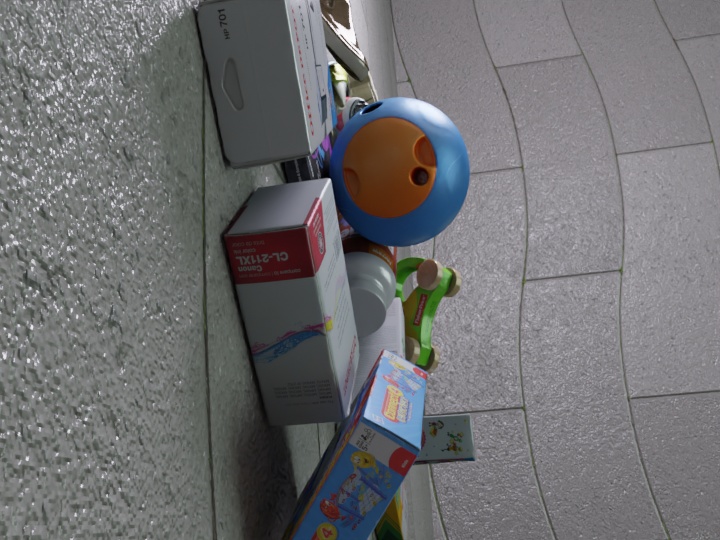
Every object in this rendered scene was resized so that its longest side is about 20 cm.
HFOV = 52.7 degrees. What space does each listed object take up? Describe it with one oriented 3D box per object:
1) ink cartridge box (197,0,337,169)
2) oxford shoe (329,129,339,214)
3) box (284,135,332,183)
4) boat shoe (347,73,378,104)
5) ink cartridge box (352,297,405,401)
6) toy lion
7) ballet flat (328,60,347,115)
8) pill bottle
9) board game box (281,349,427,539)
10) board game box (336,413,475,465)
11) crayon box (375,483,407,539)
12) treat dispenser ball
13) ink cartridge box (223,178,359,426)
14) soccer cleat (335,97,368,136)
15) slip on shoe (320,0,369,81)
[{"bbox_3d":[-0.084,-0.198,0.731,0.201,0.084,0.150,-78,161,-70],"label":"ink cartridge box"},{"bbox_3d":[-0.024,-0.163,1.163,0.202,0.073,0.072,72,17,-52],"label":"oxford shoe"},{"bbox_3d":[-0.065,-0.140,0.994,0.202,0.035,0.145,-84,165,-54],"label":"box"},{"bbox_3d":[0.008,-0.355,1.549,0.068,0.073,0.204,50,33,-66],"label":"boat shoe"},{"bbox_3d":[0.012,0.137,1.073,0.051,0.106,0.203,74,13,-48],"label":"ink cartridge box"},{"bbox_3d":[0.060,0.075,1.205,0.068,0.190,0.204,19,87,-39],"label":"toy lion"},{"bbox_3d":[-0.054,-0.226,0.933,0.067,0.067,0.200,48,23,2],"label":"ballet flat"},{"bbox_3d":[0.000,0.000,1.082,0.202,0.110,0.114,-86,167,-54],"label":"pill bottle"},{"bbox_3d":[-0.010,0.197,0.689,0.202,0.055,0.196,-61,179,12],"label":"board game box"},{"bbox_3d":[0.073,0.260,1.098,0.148,0.195,0.066,58,26,-71],"label":"board game box"},{"bbox_3d":[0.051,0.418,1.355,0.127,0.050,0.203,-84,166,-57],"label":"crayon box"},{"bbox_3d":[0.054,-0.136,1.014,0.201,0.196,0.206,-6,90,-82],"label":"treat dispenser ball"},{"bbox_3d":[-0.060,0.030,0.725,0.146,0.081,0.204,-77,160,-67],"label":"ink cartridge box"},{"bbox_3d":[-0.001,-0.206,1.187,0.069,0.072,0.201,-60,146,-20],"label":"soccer cleat"},{"bbox_3d":[-0.037,-0.329,0.942,0.201,0.060,0.076,57,9,30],"label":"slip on shoe"}]
